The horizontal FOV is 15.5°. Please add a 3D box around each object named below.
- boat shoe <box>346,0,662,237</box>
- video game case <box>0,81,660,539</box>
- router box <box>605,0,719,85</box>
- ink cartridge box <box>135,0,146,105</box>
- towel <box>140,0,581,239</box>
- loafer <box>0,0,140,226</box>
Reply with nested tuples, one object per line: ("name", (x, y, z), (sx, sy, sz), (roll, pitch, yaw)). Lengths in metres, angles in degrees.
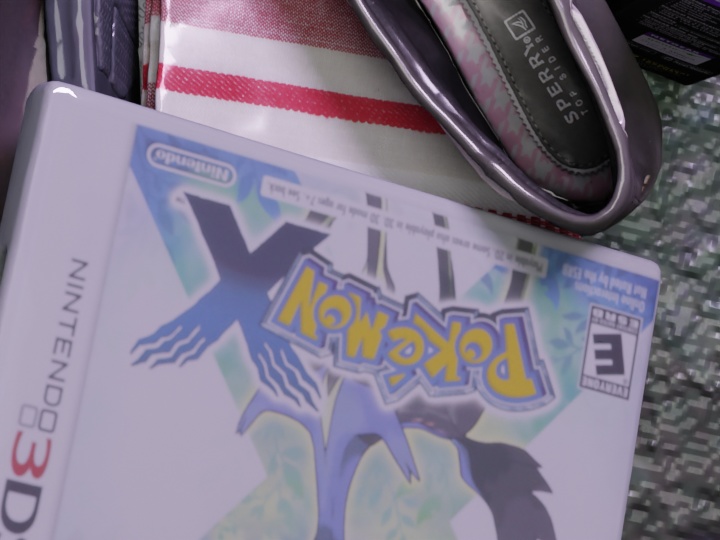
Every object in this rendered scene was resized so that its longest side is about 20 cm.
("boat shoe", (0.022, -0.097, 0.759), (0.067, 0.057, 0.200), (-34, 98, 14))
("video game case", (-0.016, 0.061, 0.739), (0.200, 0.022, 0.183), (16, 76, -24))
("router box", (0.128, -0.163, 0.804), (0.051, 0.149, 0.200), (19, 86, -7))
("ink cartridge box", (-0.050, 0.020, 0.823), (0.198, 0.043, 0.200), (-45, 97, -6))
("towel", (0.000, 0.000, 0.786), (0.144, 0.023, 0.200), (8, 77, -23))
("loafer", (-0.100, -0.011, 0.769), (0.063, 0.072, 0.200), (0, 83, 11))
